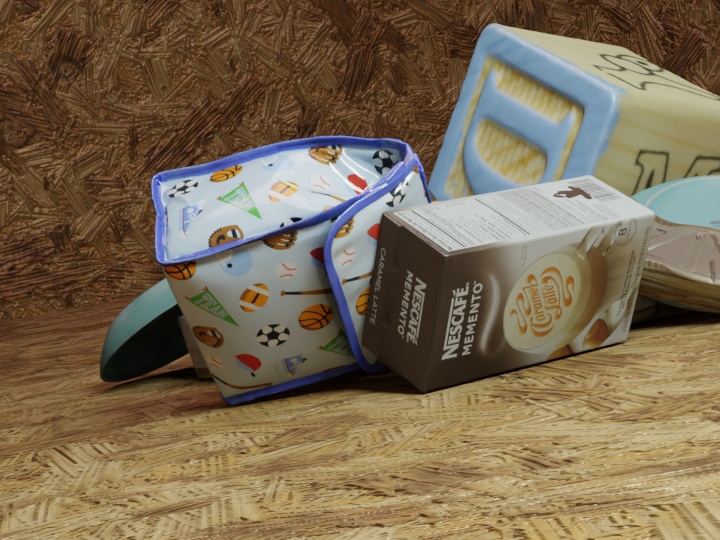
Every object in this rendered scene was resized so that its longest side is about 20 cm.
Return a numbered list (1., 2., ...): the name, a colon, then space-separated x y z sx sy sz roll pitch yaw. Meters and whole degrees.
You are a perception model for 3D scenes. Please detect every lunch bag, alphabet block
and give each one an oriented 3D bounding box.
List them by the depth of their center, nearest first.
1. lunch bag: -0.036 -0.005 1.259 0.200 0.170 0.124 -15 45 3
2. alphabet block: 0.214 -0.106 1.608 0.200 0.197 0.195 3 26 -41

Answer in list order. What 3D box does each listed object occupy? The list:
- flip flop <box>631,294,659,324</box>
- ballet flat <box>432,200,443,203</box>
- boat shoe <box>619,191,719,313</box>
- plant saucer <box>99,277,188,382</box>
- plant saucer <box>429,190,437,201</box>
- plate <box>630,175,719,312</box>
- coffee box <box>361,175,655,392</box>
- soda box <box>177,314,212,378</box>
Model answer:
1. flip flop: 0.149 0.028 1.388 0.200 0.058 0.081 -8 4 -6
2. ballet flat: 0.102 -0.018 1.406 0.069 0.063 0.200 -22 -18 18
3. boat shoe: 0.223 -0.010 1.345 0.200 0.065 0.071 21 61 25
4. plant saucer: -0.168 0.038 1.598 0.200 0.036 0.200 -31 -12 -7
5. plant saucer: -0.030 -0.044 1.421 0.200 0.032 0.200 -4 41 4
6. plate: 0.304 -0.034 1.419 0.200 0.026 0.200 -4 35 3
7. coffee box: 0.109 0.007 1.234 0.200 0.115 0.080 -12 32 -33
8. soda box: -0.062 0.038 1.549 0.200 0.064 0.068 -20 4 -25
